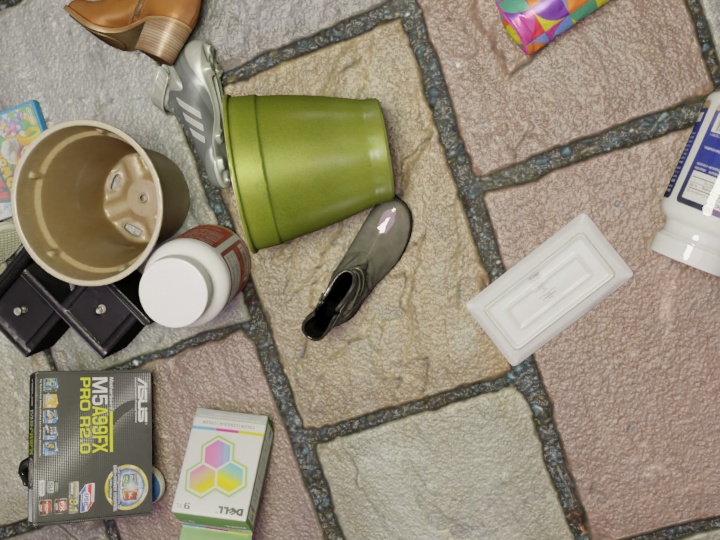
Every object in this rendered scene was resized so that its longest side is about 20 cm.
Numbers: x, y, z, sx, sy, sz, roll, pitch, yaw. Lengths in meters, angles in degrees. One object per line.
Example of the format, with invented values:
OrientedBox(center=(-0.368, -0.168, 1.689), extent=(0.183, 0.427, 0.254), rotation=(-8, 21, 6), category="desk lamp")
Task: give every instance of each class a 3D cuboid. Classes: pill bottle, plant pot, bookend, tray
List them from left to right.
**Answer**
OrientedBox(center=(-0.405, 0.060, 1.256), extent=(0.199, 0.092, 0.200), rotation=(46, 103, 2), category="bookend")
OrientedBox(center=(-0.318, -0.092, 1.175), extent=(0.198, 0.183, 0.203), rotation=(1, 97, 10), category="plant pot")
OrientedBox(center=(-0.213, 0.008, 1.155), extent=(0.111, 0.200, 0.113), rotation=(1, 101, 5), category="pill bottle")
OrientedBox(center=(-0.058, -0.136, 1.132), extent=(0.191, 0.200, 0.202), rotation=(-9, 95, 0), category="plant pot")
OrientedBox(center=(0.245, 0.027, 1.170), extent=(0.200, 0.022, 0.108), rotation=(-39, 88, 12), category="tray")
OrientedBox(center=(0.430, -0.100, 1.073), extent=(0.115, 0.116, 0.201), rotation=(23, 101, 7), category="pill bottle")

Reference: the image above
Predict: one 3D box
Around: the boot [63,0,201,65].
OrientedBox(center=(-0.293, -0.372, 1.194), extent=(0.199, 0.077, 0.156), rotation=(23, 88, 29), category="boot")

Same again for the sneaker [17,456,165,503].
OrientedBox(center=(-0.385, 0.300, 1.273), extent=(0.198, 0.111, 0.077), rotation=(18, 100, 7), category="sneaker")

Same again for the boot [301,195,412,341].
OrientedBox(center=(0.000, 0.000, 1.155), extent=(0.067, 0.131, 0.201), rotation=(31, 101, 5), category="boot")

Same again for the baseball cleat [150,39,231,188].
OrientedBox(center=(-0.224, -0.204, 1.212), extent=(0.105, 0.070, 0.202), rotation=(-9, 86, 18), category="baseball cleat")

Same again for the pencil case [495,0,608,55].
OrientedBox(center=(0.262, -0.349, 1.092), extent=(0.199, 0.088, 0.089), rotation=(-33, 90, 10), category="pencil case")

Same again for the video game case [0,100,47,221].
OrientedBox(center=(-0.530, -0.144, 1.292), extent=(0.198, 0.018, 0.144), rotation=(-17, 94, 12), category="video game case")

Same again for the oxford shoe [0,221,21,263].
OrientedBox(center=(-0.574, -0.023, 1.294), extent=(0.199, 0.075, 0.058), rotation=(-29, 55, 11), category="oxford shoe")

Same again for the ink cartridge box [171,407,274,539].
OrientedBox(center=(-0.188, 0.293, 1.209), extent=(0.103, 0.059, 0.202), rotation=(5, 60, 9), category="ink cartridge box")

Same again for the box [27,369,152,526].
OrientedBox(center=(-0.367, 0.237, 1.225), extent=(0.159, 0.044, 0.202), rotation=(3, 79, -29), category="box")
